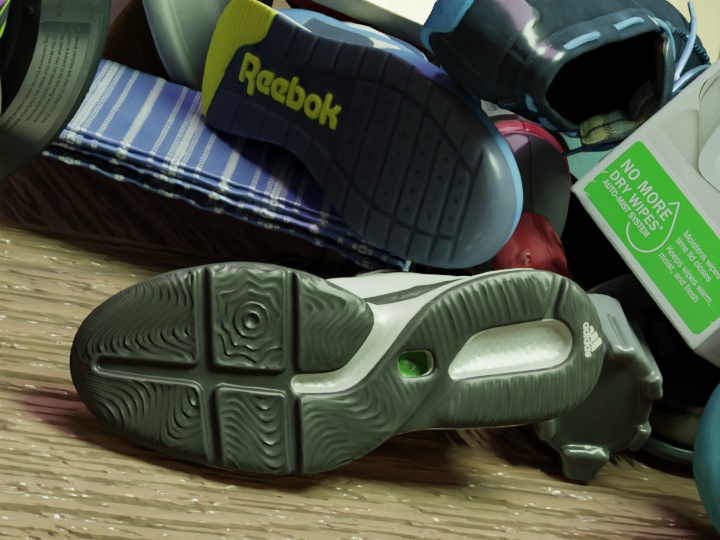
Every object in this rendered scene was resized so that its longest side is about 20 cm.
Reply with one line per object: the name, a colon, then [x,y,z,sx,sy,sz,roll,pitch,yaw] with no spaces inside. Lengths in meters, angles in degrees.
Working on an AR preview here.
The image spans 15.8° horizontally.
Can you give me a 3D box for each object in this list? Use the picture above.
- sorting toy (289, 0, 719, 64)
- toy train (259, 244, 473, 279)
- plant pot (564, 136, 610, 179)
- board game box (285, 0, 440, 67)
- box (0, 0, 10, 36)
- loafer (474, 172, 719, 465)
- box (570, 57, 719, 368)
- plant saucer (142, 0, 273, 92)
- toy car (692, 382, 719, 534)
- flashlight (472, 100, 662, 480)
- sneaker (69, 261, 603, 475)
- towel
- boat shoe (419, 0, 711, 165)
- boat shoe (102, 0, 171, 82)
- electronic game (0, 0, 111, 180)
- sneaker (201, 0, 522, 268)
sorting toy: [0.073,-0.170,1.193,0.198,0.200,0.070,21,-24,-17]
toy train: [0.000,0.000,1.121,0.046,0.034,0.200,15,15,23]
plant pot: [0.076,-0.113,1.359,0.200,0.135,0.200,18,18,-6]
board game box: [0.015,-0.177,1.306,0.200,0.135,0.028,53,-6,35]
box: [-0.174,-0.150,1.105,0.036,0.200,0.143,24,19,15]
loafer: [0.107,0.015,1.131,0.072,0.063,0.200,10,20,-27]
box: [0.210,-0.035,1.082,0.097,0.176,0.200,55,12,27]
plant saucer: [-0.066,-0.179,1.214,0.050,0.201,0.200,-5,15,10]
toy car: [0.202,0.065,0.979,0.150,0.176,0.200,-11,-3,38]
flashlight: [0.076,-0.003,1.079,0.068,0.068,0.200,52,9,-32]
sneaker: [-0.021,0.036,0.972,0.200,0.076,0.115,-1,-1,-21]
towel: [-0.069,-0.050,1.113,0.200,0.024,0.145,19,16,-4]
boat shoe: [0.094,-0.074,1.052,0.069,0.084,0.200,41,24,26]
boat shoe: [-0.114,-0.107,1.274,0.069,0.071,0.200,-10,21,20]
electronic game: [-0.188,-0.124,1.014,0.200,0.200,0.042,24,26,14]
sneaker: [0.014,-0.060,1.076,0.082,0.074,0.200,10,19,-39]
